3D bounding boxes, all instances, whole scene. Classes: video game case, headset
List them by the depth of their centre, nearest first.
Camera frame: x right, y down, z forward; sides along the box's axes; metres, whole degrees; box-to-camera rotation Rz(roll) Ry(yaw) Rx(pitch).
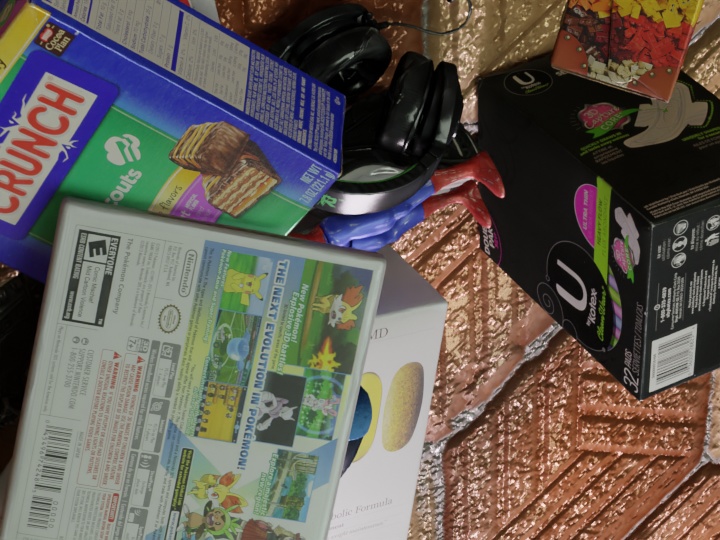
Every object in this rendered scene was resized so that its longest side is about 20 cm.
[{"bbox_3d":[-0.094,0.072,1.279,0.182,0.022,0.200,10,100,-10],"label":"video game case"},{"bbox_3d":[0.014,-0.124,1.404,0.200,0.123,0.094,-53,173,-34],"label":"headset"}]

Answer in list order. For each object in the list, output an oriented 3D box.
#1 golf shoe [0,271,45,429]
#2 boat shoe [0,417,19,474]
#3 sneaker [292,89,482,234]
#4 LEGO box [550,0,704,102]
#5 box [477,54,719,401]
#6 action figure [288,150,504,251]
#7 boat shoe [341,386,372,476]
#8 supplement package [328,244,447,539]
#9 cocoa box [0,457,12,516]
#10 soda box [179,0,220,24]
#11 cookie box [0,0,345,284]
[{"bbox_3d":[-0.241,0.064,1.369,0.078,0.095,0.200,25,112,-32],"label":"golf shoe"},{"bbox_3d":[-0.198,0.115,1.463,0.069,0.074,0.200,-25,134,-37],"label":"boat shoe"},{"bbox_3d":[-0.008,-0.061,1.476,0.200,0.074,0.079,-11,149,-32],"label":"sneaker"},{"bbox_3d":[0.186,-0.212,1.411,0.200,0.077,0.149,-61,168,-61],"label":"LEGO box"},{"bbox_3d":[0.179,-0.041,1.523,0.124,0.200,0.149,-19,131,-22],"label":"box"},{"bbox_3d":[0.000,0.000,1.408,0.200,0.099,0.065,-15,155,-17],"label":"action figure"},{"bbox_3d":[-0.078,0.063,1.411,0.084,0.200,0.069,-5,124,-38],"label":"boat shoe"},{"bbox_3d":[-0.029,0.085,1.528,0.114,0.110,0.200,-12,127,-29],"label":"supplement package"},{"bbox_3d":[-0.149,0.182,1.396,0.131,0.133,0.200,28,98,-50],"label":"cocoa box"},{"bbox_3d":[-0.119,-0.134,1.332,0.063,0.068,0.200,-26,133,-16],"label":"soda box"},{"bbox_3d":[-0.137,-0.068,1.281,0.200,0.075,0.171,28,127,-22],"label":"cookie box"}]
